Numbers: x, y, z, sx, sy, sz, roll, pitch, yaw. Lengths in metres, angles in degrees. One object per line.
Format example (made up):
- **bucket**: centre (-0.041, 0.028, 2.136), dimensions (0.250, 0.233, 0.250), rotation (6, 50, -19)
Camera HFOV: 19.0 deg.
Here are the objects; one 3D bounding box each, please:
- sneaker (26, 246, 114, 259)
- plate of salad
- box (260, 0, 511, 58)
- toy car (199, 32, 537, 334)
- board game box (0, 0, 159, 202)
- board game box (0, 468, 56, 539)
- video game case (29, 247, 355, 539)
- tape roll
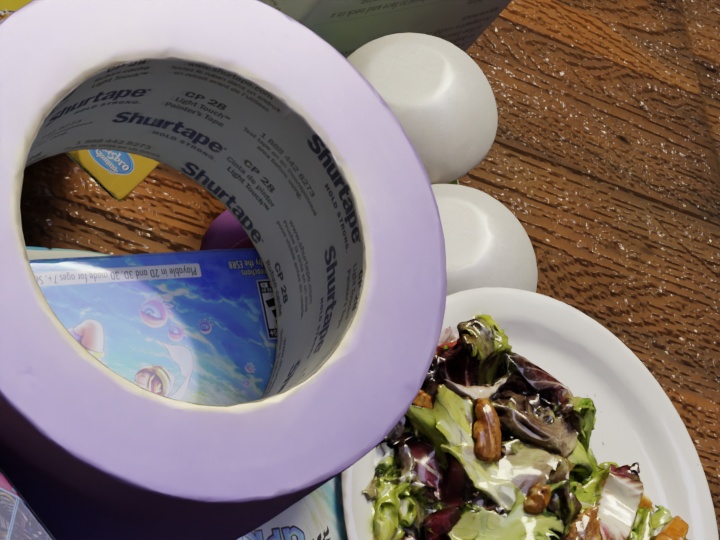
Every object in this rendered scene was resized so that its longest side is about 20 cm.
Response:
- **sneaker**: centre (-0.149, 0.055, 0.890), dimensions (0.199, 0.080, 0.131), rotation (12, 48, -20)
- **plate of salad**: centre (0.080, 0.100, 0.884), dimensions (0.199, 0.048, 0.201), rotation (14, 65, -31)
- **box**: centre (-0.038, -0.196, 1.146), dimensions (0.199, 0.131, 0.200), rotation (-19, 70, -46)
- **toy car**: centre (0.000, 0.000, 1.019), dimensions (0.149, 0.175, 0.201), rotation (-10, 57, -2)
- **board game box**: centre (-0.173, -0.128, 0.948), dimensions (0.200, 0.040, 0.153), rotation (45, 0, -24)
- **board game box**: centre (-0.168, 0.112, 0.704), dimensions (0.135, 0.035, 0.200), rotation (-38, 91, -29)
- **video game case**: centre (-0.101, 0.086, 0.819), dimensions (0.199, 0.045, 0.182), rotation (-4, 74, -28)
- **tape roll**: centre (-0.074, -0.001, 0.791), dimensions (0.199, 0.085, 0.201), rotation (10, 64, -22)
